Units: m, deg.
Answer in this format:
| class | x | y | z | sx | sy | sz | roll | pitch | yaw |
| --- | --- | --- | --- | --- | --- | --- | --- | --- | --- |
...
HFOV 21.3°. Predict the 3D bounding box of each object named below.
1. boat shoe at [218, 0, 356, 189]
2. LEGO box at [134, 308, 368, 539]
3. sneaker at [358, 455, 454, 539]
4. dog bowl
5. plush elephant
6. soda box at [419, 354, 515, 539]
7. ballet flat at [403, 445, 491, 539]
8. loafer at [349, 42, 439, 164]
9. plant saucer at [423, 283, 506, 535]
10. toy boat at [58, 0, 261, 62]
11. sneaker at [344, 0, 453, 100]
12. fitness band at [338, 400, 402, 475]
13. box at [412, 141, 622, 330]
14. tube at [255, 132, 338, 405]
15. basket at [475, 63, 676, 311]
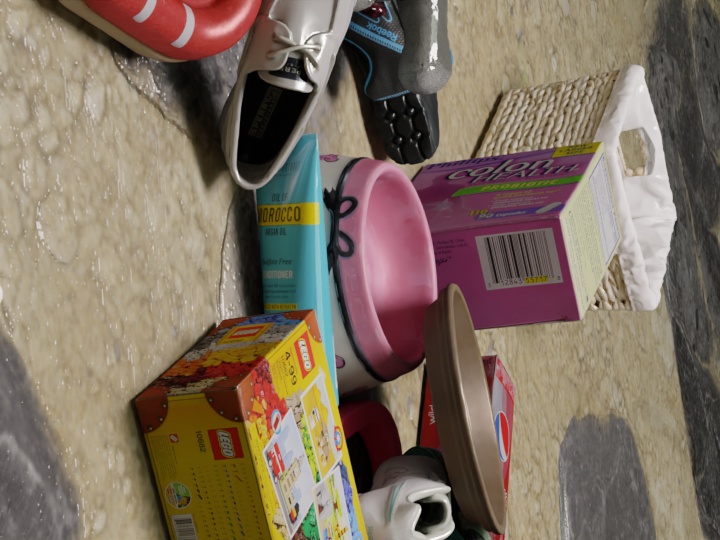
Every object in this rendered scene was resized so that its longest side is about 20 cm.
| class | x | y | z | sx | sy | sz | roll | pitch | yaw |
| --- | --- | --- | --- | --- | --- | --- | --- | --- | --- |
| boat shoe | -0.051 | -0.147 | 1.318 | 0.066 | 0.072 | 0.200 | -99 | -148 | -56 |
| LEGO box | -0.066 | 0.147 | 1.288 | 0.149 | 0.077 | 0.201 | -45 | 125 | -63 |
| sneaker | 0.040 | 0.185 | 1.458 | 0.200 | 0.080 | 0.071 | -26 | 103 | -69 |
| dog bowl | 0.000 | 0.000 | 1.512 | 0.200 | 0.073 | 0.201 | -6 | 90 | -69 |
| plush elephant | -0.023 | -0.245 | 1.447 | 0.165 | 0.154 | 0.201 | 28 | 65 | -54 |
| soda box | 0.091 | 0.177 | 1.695 | 0.063 | 0.070 | 0.201 | 56 | 35 | -49 |
| ballet flat | 0.076 | 0.219 | 1.563 | 0.200 | 0.074 | 0.074 | -109 | 179 | -59 |
| loafer | 0.029 | -0.191 | 1.661 | 0.070 | 0.068 | 0.201 | -77 | 156 | -66 |
| plant saucer | 0.082 | 0.111 | 1.507 | 0.200 | 0.029 | 0.201 | -12 | 90 | -81 |
| toy boat | -0.110 | -0.213 | 1.213 | 0.200 | 0.130 | 0.131 | 26 | 60 | -65 |
| sneaker | -0.004 | -0.235 | 1.572 | 0.201 | 0.082 | 0.073 | 60 | 8 | -1 |
| fitness band | -0.006 | 0.179 | 1.498 | 0.200 | 0.037 | 0.144 | -26 | 105 | -69 |
| box | 0.123 | -0.029 | 1.693 | 0.200 | 0.175 | 0.097 | -50 | 130 | -62 |
| tube | -0.047 | 0.002 | 1.400 | 0.050 | 0.077 | 0.201 | -7 | 93 | -45 |
| basket | 0.227 | -0.079 | 2.001 | 0.200 | 0.160 | 0.199 | -65 | 143 | -55 |
